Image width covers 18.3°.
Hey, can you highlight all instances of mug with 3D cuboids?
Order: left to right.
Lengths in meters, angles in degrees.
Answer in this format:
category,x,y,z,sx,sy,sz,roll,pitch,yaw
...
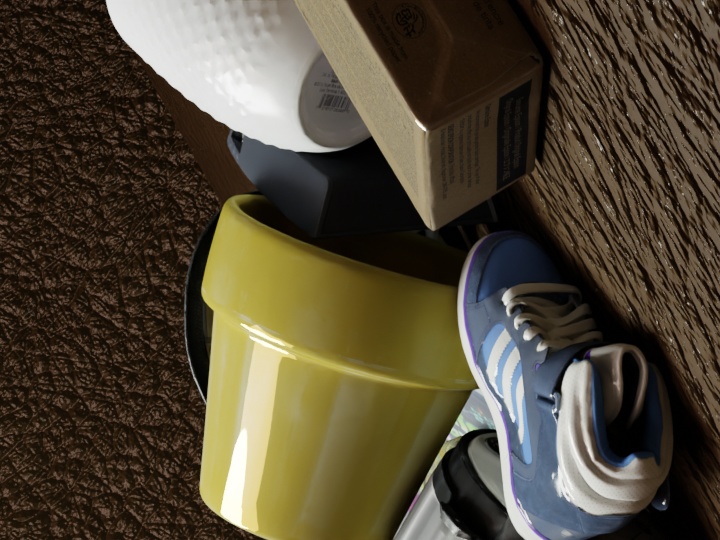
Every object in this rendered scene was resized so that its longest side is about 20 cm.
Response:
category,x,y,z,sx,sy,sz,roll,pitch,yaw
mug,-0.036,-0.149,1.400,0.200,0.148,0.175,22,-165,-49

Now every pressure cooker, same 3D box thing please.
category,x,y,z,sx,sy,sz,roll,pitch,yaw
pressure cooker,0.101,0.193,1.385,0.178,0.201,0.176,21,-162,-25

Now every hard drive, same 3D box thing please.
category,x,y,z,sx,sy,sz,roll,pitch,yaw
hard drive,-0.003,-0.073,1.439,0.200,0.134,0.043,-132,41,-62

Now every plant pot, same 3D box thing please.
category,x,y,z,sx,sy,sz,roll,pitch,yaw
plant pot,-0.015,0.071,1.423,0.201,0.199,0.190,-136,61,-71

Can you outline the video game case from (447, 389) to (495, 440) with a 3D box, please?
category,x,y,z,sx,sy,sz,roll,pitch,yaw
video game case,0.111,0.133,1.582,0.200,0.023,0.182,35,158,42

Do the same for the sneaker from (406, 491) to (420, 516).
category,x,y,z,sx,sy,sz,roll,pitch,yaw
sneaker,0.059,0.191,1.704,0.200,0.088,0.081,6,88,61

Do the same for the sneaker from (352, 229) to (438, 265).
category,x,y,z,sx,sy,sz,roll,pitch,yaw
sneaker,0.000,0.000,1.551,0.079,0.078,0.201,-161,87,-72

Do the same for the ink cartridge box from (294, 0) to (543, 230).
category,x,y,z,sx,sy,sz,roll,pitch,yaw
ink cartridge box,0.017,-0.142,1.187,0.201,0.075,0.165,60,175,15

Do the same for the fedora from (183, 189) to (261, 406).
category,x,y,z,sx,sy,sz,roll,pitch,yaw
fedora,-0.038,0.037,1.644,0.091,0.201,0.201,-5,119,45

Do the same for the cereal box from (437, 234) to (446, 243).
category,x,y,z,sx,sy,sz,roll,pitch,yaw
cereal box,0.091,0.069,1.690,0.200,0.039,0.144,56,171,41

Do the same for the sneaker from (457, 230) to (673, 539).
category,x,y,z,sx,sy,sz,roll,pitch,yaw
sneaker,0.123,0.047,1.255,0.146,0.080,0.201,132,134,-58

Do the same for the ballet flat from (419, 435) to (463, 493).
category,x,y,z,sx,sy,sz,roll,pitch,yaw
ballet flat,0.124,0.188,1.538,0.200,0.071,0.071,42,168,17
